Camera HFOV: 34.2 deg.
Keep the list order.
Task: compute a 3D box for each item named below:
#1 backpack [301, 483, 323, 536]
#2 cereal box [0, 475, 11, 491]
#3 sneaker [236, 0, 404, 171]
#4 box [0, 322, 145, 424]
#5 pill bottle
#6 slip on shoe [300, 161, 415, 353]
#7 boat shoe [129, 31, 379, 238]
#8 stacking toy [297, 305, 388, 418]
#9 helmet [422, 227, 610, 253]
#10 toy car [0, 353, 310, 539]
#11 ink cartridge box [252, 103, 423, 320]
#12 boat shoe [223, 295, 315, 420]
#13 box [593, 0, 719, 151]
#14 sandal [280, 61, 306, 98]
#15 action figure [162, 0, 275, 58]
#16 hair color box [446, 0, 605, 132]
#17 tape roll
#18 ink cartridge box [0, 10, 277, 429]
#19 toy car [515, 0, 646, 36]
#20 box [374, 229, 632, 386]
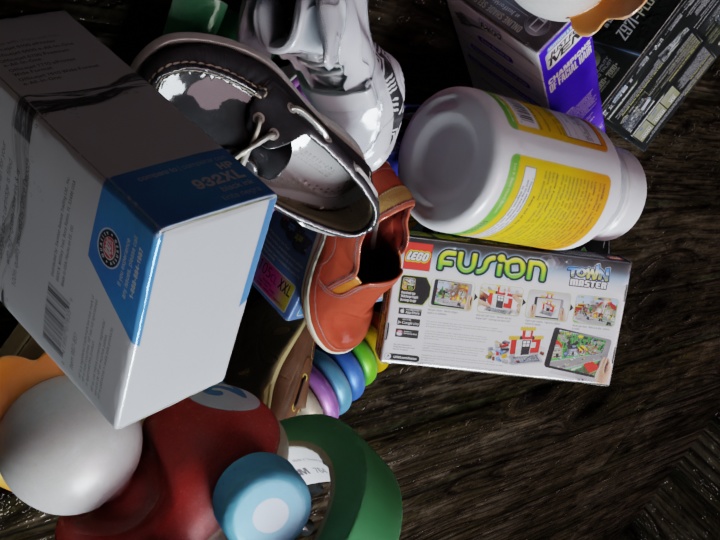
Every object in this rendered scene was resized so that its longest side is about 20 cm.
[{"bbox_3d":[-0.155,0.191,1.039,0.200,0.167,0.127,-32,133,-21],"label":"backpack"},{"bbox_3d":[-0.214,0.088,0.916,0.200,0.040,0.144,-45,150,-4],"label":"cereal box"},{"bbox_3d":[-0.027,-0.139,0.779,0.115,0.075,0.200,-54,144,-49],"label":"sneaker"},{"bbox_3d":[-0.187,0.061,0.860,0.200,0.021,0.163,-53,146,7],"label":"box"},{"bbox_3d":[0.137,-0.075,0.938,0.200,0.111,0.111,7,122,-41],"label":"pill bottle"},{"bbox_3d":[0.000,0.000,0.927,0.074,0.061,0.200,-25,145,-34],"label":"slip on shoe"},{"bbox_3d":[-0.059,-0.078,0.732,0.074,0.060,0.200,-38,139,15],"label":"boat shoe"},{"bbox_3d":[-0.004,0.088,1.179,0.200,0.085,0.085,-35,150,-30],"label":"stacking toy"},{"bbox_3d":[0.138,-0.013,1.110,0.200,0.191,0.200,1,156,0],"label":"helmet"},{"bbox_3d":[-0.166,0.118,0.799,0.177,0.184,0.200,-44,119,-6],"label":"toy car"},{"bbox_3d":[-0.002,-0.064,0.985,0.136,0.076,0.200,-12,135,-48],"label":"ink cartridge box"},{"bbox_3d":[-0.079,0.095,1.008,0.068,0.072,0.200,59,38,-39],"label":"boat shoe"},{"bbox_3d":[0.287,-0.236,1.154,0.200,0.086,0.164,-54,152,14],"label":"box"},{"bbox_3d":[-0.070,-0.075,0.844,0.203,0.050,0.082,-60,141,-17],"label":"sandal"},{"bbox_3d":[-0.124,-0.077,0.768,0.118,0.055,0.200,16,96,-57],"label":"action figure"},{"bbox_3d":[0.145,-0.177,1.005,0.065,0.109,0.200,-45,153,-5],"label":"hair color box"},{"bbox_3d":[-0.065,0.196,0.842,0.200,0.200,0.048,-44,118,-5],"label":"tape roll"},{"bbox_3d":[-0.155,-0.034,0.670,0.084,0.200,0.145,-23,144,-42],"label":"ink cartridge box"},{"bbox_3d":[0.134,-0.248,0.798,0.177,0.200,0.184,-56,152,16],"label":"toy car"},{"bbox_3d":[0.119,0.031,0.981,0.200,0.035,0.110,7,101,-9],"label":"box"}]
